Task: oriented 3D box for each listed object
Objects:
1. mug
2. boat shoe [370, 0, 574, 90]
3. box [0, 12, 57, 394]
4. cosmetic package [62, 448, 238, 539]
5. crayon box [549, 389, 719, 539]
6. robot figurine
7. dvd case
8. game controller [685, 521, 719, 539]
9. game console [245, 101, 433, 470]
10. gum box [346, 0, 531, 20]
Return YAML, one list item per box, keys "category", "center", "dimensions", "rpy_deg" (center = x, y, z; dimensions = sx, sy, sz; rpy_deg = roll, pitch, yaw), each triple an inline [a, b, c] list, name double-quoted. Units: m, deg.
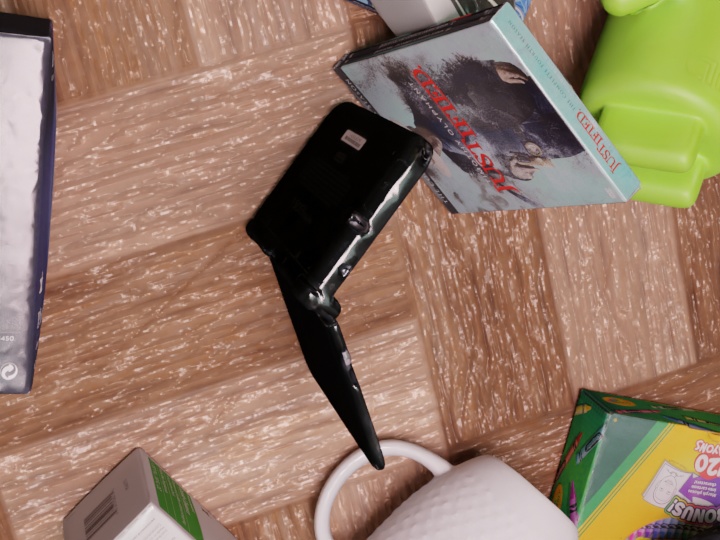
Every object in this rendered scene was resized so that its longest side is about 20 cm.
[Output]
- category: "mug"
  center: [0.055, 0.216, 0.929]
  dimensions: [0.200, 0.148, 0.176]
  rpy_deg: [40, 83, 10]
- category: "boat shoe"
  center: [0.068, -0.165, 0.822]
  dimensions: [0.064, 0.071, 0.200]
  rpy_deg: [-47, 110, -15]
- category: "box"
  center: [-0.245, -0.053, 0.739]
  dimensions: [0.122, 0.200, 0.201]
  rpy_deg: [3, 103, -15]
- category: "cosmetic package"
  center: [-0.116, 0.237, 0.896]
  dimensions: [0.085, 0.108, 0.200]
  rpy_deg: [-44, 112, -2]
- category: "crayon box"
  center: [0.258, 0.175, 1.004]
  dimensions: [0.198, 0.058, 0.120]
  rpy_deg: [11, 101, -17]
- category: "robot figurine"
  center: [0.221, -0.144, 0.864]
  dimensions: [0.202, 0.115, 0.176]
  rpy_deg: [-67, 152, -22]
- category: "dvd case"
  center: [0.076, -0.097, 0.817]
  dimensions: [0.022, 0.199, 0.146]
  rpy_deg: [-48, 112, -18]
- category: "game controller"
  center: [0.239, 0.254, 0.975]
  dimensions: [0.104, 0.042, 0.200]
  rpy_deg: [25, 133, -30]
- category: "game console"
  center: [0.000, 0.000, 0.818]
  dimensions: [0.116, 0.200, 0.177]
  rpy_deg: [36, 92, -21]
- category: "gum box"
  center: [0.058, -0.267, 0.849]
  dimensions: [0.168, 0.045, 0.202]
  rpy_deg: [18, 98, -19]
